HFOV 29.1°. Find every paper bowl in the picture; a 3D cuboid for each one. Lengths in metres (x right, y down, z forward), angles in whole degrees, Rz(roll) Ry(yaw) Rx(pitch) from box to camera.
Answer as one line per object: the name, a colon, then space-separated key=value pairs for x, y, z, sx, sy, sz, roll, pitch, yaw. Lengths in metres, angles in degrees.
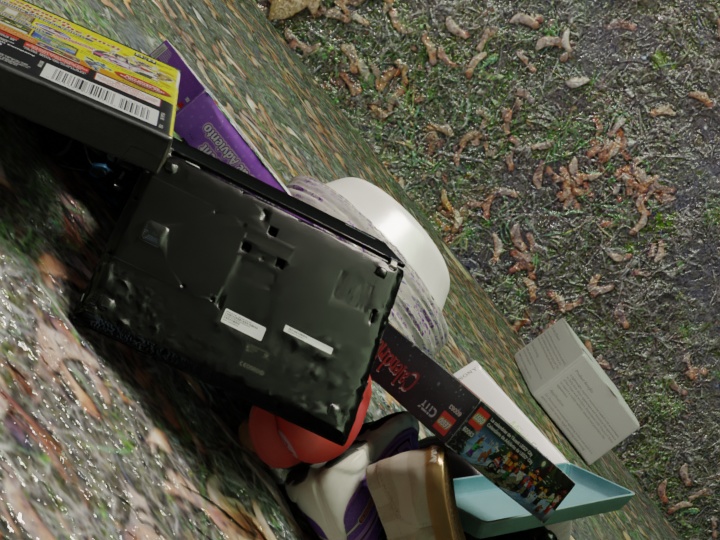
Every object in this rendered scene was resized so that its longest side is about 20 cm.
paper bowl: x=0.000 y=0.000 z=1.223 sx=0.200 sy=0.104 sz=0.201 roll=42 pitch=-15 yaw=14

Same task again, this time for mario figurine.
mario figurine: x=-0.069 y=0.075 z=0.933 sx=0.122 sy=0.108 sz=0.200 roll=8 pitch=17 yaw=-23

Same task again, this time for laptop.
laptop: x=-0.072 y=0.003 z=0.881 sx=0.175 sy=0.202 sz=0.103 roll=25 pitch=-31 yaw=-9

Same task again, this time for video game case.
video game case: x=-0.205 y=-0.131 z=0.836 sx=0.198 sy=0.026 sz=0.181 roll=23 pitch=17 yaw=-13

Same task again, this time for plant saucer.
plant saucer: x=0.126 y=0.172 z=1.041 sx=0.069 sy=0.019 sz=0.198 roll=22 pitch=14 yaw=40

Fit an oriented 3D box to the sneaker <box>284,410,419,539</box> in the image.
sneaker: x=0.001 y=0.156 z=0.971 sx=0.084 sy=0.080 sz=0.200 roll=68 pitch=17 yaw=-1

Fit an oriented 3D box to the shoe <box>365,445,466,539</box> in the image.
shoe: x=0.048 y=0.204 z=0.911 sx=0.070 sy=0.053 sz=0.203 roll=-87 pitch=165 yaw=-66

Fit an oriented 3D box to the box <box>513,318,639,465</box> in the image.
box: x=0.422 y=0.235 z=2.719 sx=0.200 sy=0.130 sz=0.200 roll=50 pitch=9 yaw=-18

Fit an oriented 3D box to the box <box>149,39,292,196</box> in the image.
box: x=-0.109 y=-0.099 z=1.080 sx=0.137 sy=0.039 sz=0.200 roll=51 pitch=0 yaw=-24

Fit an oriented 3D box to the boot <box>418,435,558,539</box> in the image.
boot: x=0.104 y=0.209 z=1.110 sx=0.211 sy=0.080 sz=0.158 roll=44 pitch=1 yaw=18

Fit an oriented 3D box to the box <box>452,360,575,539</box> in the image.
box: x=0.133 y=0.194 z=1.250 sx=0.144 sy=0.036 sz=0.202 roll=48 pitch=-25 yaw=36

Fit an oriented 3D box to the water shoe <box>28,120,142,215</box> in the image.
water shoe: x=-0.181 y=-0.080 z=0.957 sx=0.200 sy=0.071 sz=0.079 roll=49 pitch=30 yaw=-4

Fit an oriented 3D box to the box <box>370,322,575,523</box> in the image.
box: x=0.049 y=0.085 z=0.977 sx=0.136 sy=0.038 sz=0.200 roll=43 pitch=-3 yaw=-43
